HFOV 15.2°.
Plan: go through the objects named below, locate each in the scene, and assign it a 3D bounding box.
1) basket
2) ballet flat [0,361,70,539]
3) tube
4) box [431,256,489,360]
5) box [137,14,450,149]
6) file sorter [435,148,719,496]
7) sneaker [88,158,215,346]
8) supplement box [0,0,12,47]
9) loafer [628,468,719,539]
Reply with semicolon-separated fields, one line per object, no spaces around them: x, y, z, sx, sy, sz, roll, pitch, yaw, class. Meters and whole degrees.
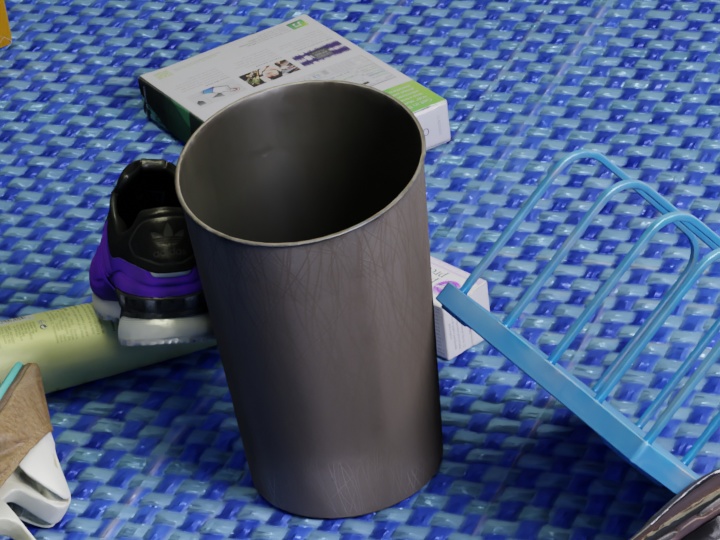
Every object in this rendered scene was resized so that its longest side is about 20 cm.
-0.020;0.023;1.495;0.135;0.201;0.181;-6;32;3;basket
-0.205;0.133;1.499;0.072;0.068;0.200;29;41;1;ballet flat
-0.148;0.041;1.656;0.199;0.052;0.058;-14;65;-17;tube
0.000;0.000;1.690;0.039;0.042;0.200;-29;35;-31;box
-0.048;-0.114;1.902;0.144;0.036;0.200;-23;32;-23;box
0.166;0.040;1.438;0.123;0.139;0.200;-52;38;1;file sorter
-0.120;-0.018;1.580;0.069;0.100;0.200;-6;9;-12;sneaker
-0.387;-0.272;2.092;0.132;0.198;0.200;-23;34;-24;supplement box
0.136;0.164;1.293;0.200;0.072;0.063;-44;0;-19;loafer
